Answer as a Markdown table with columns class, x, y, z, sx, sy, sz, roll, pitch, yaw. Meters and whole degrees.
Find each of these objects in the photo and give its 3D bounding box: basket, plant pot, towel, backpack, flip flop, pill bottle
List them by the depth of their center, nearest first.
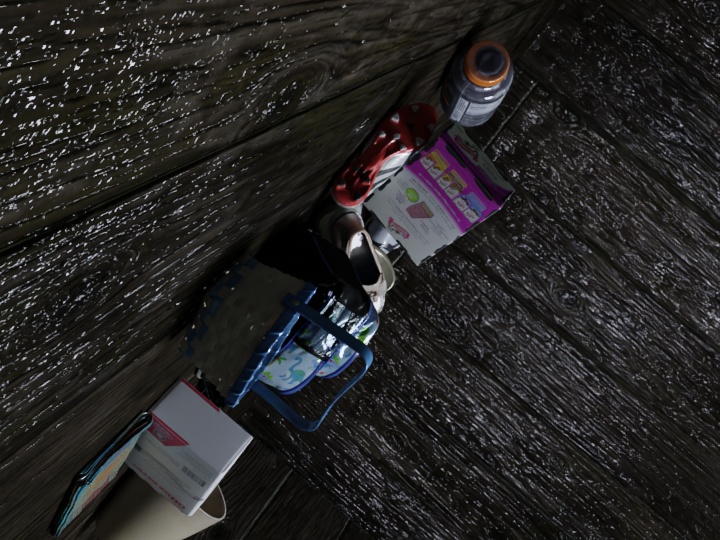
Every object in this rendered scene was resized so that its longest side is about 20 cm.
| class | x | y | z | sx | sy | sz | roll | pitch | yaw |
| --- | --- | --- | --- | --- | --- | --- | --- | --- | --- |
| basket | -0.099 | 0.089 | 1.058 | 0.176 | 0.200 | 0.139 | -51 | 177 | 41 |
| backpack | -0.081 | 0.069 | 1.250 | 0.200 | 0.147 | 0.183 | -46 | -144 | 11 |
| towel | -0.370 | 0.292 | 1.278 | 0.147 | 0.022 | 0.200 | -47 | 176 | -46 |
| flip flop | -0.006 | -0.025 | 1.405 | 0.081 | 0.200 | 0.058 | -29 | -139 | 3 |
| pill bottle | 0.198 | -0.320 | 1.515 | 0.106 | 0.106 | 0.200 | -50 | 177 | -7 |
| plant pot | -0.387 | 0.442 | 1.674 | 0.200 | 0.188 | 0.187 | -36 | 178 | 2 |

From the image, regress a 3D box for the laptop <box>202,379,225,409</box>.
| class | x | y | z | sx | sy | sz | roll | pitch | yaw |
| --- | --- | --- | --- | --- | --- | --- | --- | --- | --- |
| laptop | -0.262 | 0.180 | 1.713 | 0.177 | 0.103 | 0.201 | -50 | 152 | -32 |

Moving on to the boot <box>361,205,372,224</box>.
| class | x | y | z | sx | sy | sz | roll | pitch | yaw |
| --- | --- | --- | --- | --- | --- | --- | --- | --- | --- |
| boot | 0.021 | -0.139 | 1.591 | 0.200 | 0.073 | 0.182 | -38 | 167 | -48 |

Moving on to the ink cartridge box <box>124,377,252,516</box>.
| class | x | y | z | sx | sy | sz | roll | pitch | yaw |
| --- | --- | --- | --- | --- | --- | --- | --- | --- | --- |
| ink cartridge box | -0.272 | 0.278 | 1.393 | 0.084 | 0.145 | 0.200 | -48 | 177 | -40 |

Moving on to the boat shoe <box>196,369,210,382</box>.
| class | x | y | z | sx | sy | sz | roll | pitch | yaw |
| --- | --- | --- | --- | --- | --- | --- | --- | --- | --- |
| boat shoe | -0.219 | 0.157 | 1.463 | 0.075 | 0.066 | 0.199 | -50 | 177 | -23 |

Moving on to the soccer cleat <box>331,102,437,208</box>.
| class | x | y | z | sx | sy | sz | roll | pitch | yaw |
| --- | --- | --- | --- | --- | --- | --- | --- | --- | --- |
| soccer cleat | 0.031 | -0.168 | 1.304 | 0.200 | 0.069 | 0.085 | -47 | -174 | -8 |

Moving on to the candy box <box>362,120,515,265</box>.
| class | x | y | z | sx | sy | sz | roll | pitch | yaw |
| --- | --- | --- | --- | --- | --- | --- | --- | --- | --- |
| candy box | 0.113 | -0.111 | 1.337 | 0.200 | 0.137 | 0.061 | -36 | -173 | 46 |

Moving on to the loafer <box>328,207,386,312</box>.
| class | x | y | z | sx | sy | sz | roll | pitch | yaw |
| --- | --- | --- | --- | --- | --- | --- | --- | --- | --- |
| loafer | 0.000 | 0.000 | 1.346 | 0.072 | 0.063 | 0.201 | -27 | 129 | -12 |

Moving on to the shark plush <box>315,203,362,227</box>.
| class | x | y | z | sx | sy | sz | roll | pitch | yaw |
| --- | --- | --- | --- | --- | --- | --- | --- | --- | --- |
| shark plush | -0.039 | -0.095 | 1.442 | 0.083 | 0.090 | 0.201 | -91 | -162 | -55 |

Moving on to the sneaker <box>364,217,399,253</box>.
| class | x | y | z | sx | sy | sz | roll | pitch | yaw |
| --- | --- | --- | --- | --- | --- | --- | --- | --- | --- |
| sneaker | 0.085 | -0.102 | 1.580 | 0.115 | 0.075 | 0.200 | -48 | 173 | 38 |
